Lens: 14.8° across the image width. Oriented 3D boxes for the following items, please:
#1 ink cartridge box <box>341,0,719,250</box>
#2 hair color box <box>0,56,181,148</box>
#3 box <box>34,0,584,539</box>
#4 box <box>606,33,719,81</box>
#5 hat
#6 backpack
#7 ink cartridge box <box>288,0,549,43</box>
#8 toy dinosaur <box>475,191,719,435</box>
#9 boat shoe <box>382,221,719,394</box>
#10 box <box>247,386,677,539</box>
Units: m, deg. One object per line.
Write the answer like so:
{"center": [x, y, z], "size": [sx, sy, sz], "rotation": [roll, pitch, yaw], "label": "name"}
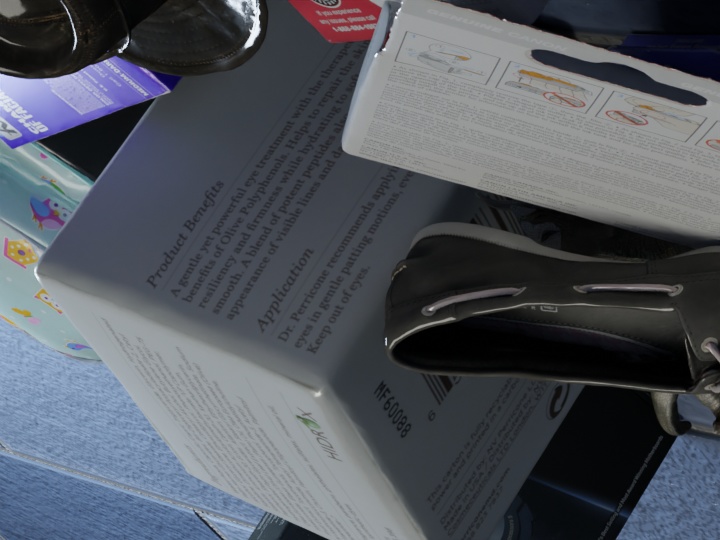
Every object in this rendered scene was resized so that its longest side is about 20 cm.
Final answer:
{"center": [0.083, -0.066, 1.000], "size": [0.161, 0.050, 0.200], "rotation": [16, 165, -2], "label": "ink cartridge box"}
{"center": [-0.120, -0.127, 1.283], "size": [0.065, 0.109, 0.200], "rotation": [40, 159, -17], "label": "hair color box"}
{"center": [0.000, 0.000, 1.260], "size": [0.171, 0.199, 0.200], "rotation": [21, 157, 31], "label": "box"}
{"center": [0.183, -0.035, 1.141], "size": [0.119, 0.041, 0.200], "rotation": [7, 145, 51], "label": "box"}
{"center": [-0.137, -0.127, 1.081], "size": [0.201, 0.081, 0.201], "rotation": [31, 155, 17], "label": "hat"}
{"center": [-0.149, -0.040, 1.477], "size": [0.176, 0.153, 0.200], "rotation": [31, 168, -8], "label": "backpack"}
{"center": [-0.019, -0.182, 1.039], "size": [0.200, 0.083, 0.147], "rotation": [43, 159, -26], "label": "ink cartridge box"}
{"center": [0.132, 0.009, 1.194], "size": [0.102, 0.077, 0.200], "rotation": [52, -177, 28], "label": "toy dinosaur"}
{"center": [0.105, 0.026, 1.086], "size": [0.200, 0.057, 0.067], "rotation": [7, 139, 19], "label": "boat shoe"}
{"center": [0.055, 0.114, 1.441], "size": [0.160, 0.200, 0.044], "rotation": [40, 159, -15], "label": "box"}
